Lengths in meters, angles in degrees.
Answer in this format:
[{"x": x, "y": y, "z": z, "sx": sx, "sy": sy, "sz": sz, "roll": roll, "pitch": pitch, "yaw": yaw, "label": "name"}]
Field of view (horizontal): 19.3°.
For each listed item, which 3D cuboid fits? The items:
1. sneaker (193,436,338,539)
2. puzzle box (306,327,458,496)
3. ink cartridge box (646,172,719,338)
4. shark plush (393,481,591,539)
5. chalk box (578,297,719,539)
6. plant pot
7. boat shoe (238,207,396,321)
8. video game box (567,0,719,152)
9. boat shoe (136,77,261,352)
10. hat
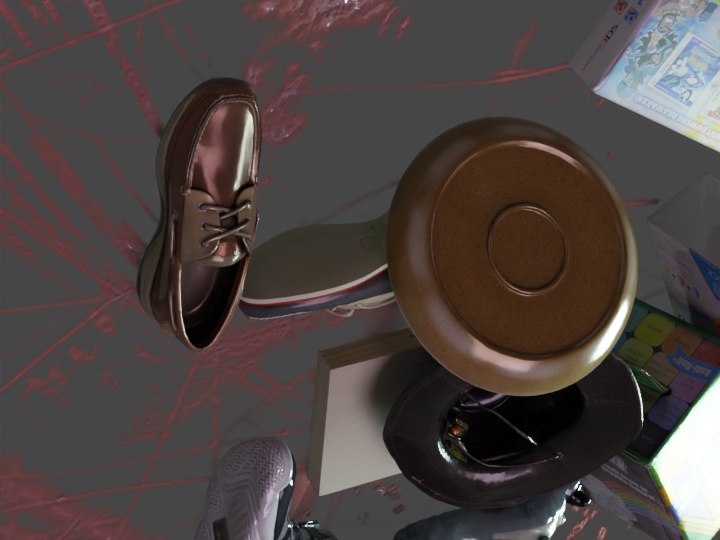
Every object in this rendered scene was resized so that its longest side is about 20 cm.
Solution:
[{"x": -0.062, "y": 0.200, "z": 1.628, "sx": 0.113, "sy": 0.076, "sz": 0.201, "roll": -4, "pitch": 134, "yaw": -31, "label": "sneaker"}, {"x": 0.055, "y": 0.097, "z": 1.647, "sx": 0.198, "sy": 0.025, "sz": 0.134, "roll": -13, "pitch": 132, "yaw": -23, "label": "puzzle box"}, {"x": 0.306, "y": 0.031, "z": 1.682, "sx": 0.068, "sy": 0.115, "sz": 0.201, "roll": -38, "pitch": 137, "yaw": -12, "label": "ink cartridge box"}, {"x": 0.127, "y": 0.204, "z": 1.761, "sx": 0.199, "sy": 0.091, "sz": 0.084, "roll": -28, "pitch": 106, "yaw": -3, "label": "shark plush"}, {"x": 0.233, "y": 0.111, "z": 1.684, "sx": 0.124, "sy": 0.124, "sz": 0.200, "roll": -48, "pitch": 140, "yaw": -16, "label": "chalk box"}, {"x": 0.113, "y": -0.013, "z": 1.489, "sx": 0.198, "sy": 0.202, "sz": 0.027, "roll": -13, "pitch": 175, "yaw": -23, "label": "plant pot"}, {"x": 0.000, "y": 0.000, "z": 1.501, "sx": 0.199, "sy": 0.071, "sz": 0.063, "roll": -20, "pitch": 138, "yaw": -23, "label": "boat shoe"}, {"x": 0.272, "y": -0.183, "z": 1.534, "sx": 0.199, "sy": 0.047, "sz": 0.183, "roll": 19, "pitch": 111, "yaw": -42, "label": "video game box"}, {"x": -0.096, "y": -0.033, "z": 1.404, "sx": 0.075, "sy": 0.072, "sz": 0.201, "roll": -9, "pitch": 130, "yaw": -27, "label": "boat shoe"}, {"x": 0.113, "y": 0.092, "z": 1.597, "sx": 0.198, "sy": 0.081, "sz": 0.202, "roll": -2, "pitch": 136, "yaw": -2, "label": "hat"}]
